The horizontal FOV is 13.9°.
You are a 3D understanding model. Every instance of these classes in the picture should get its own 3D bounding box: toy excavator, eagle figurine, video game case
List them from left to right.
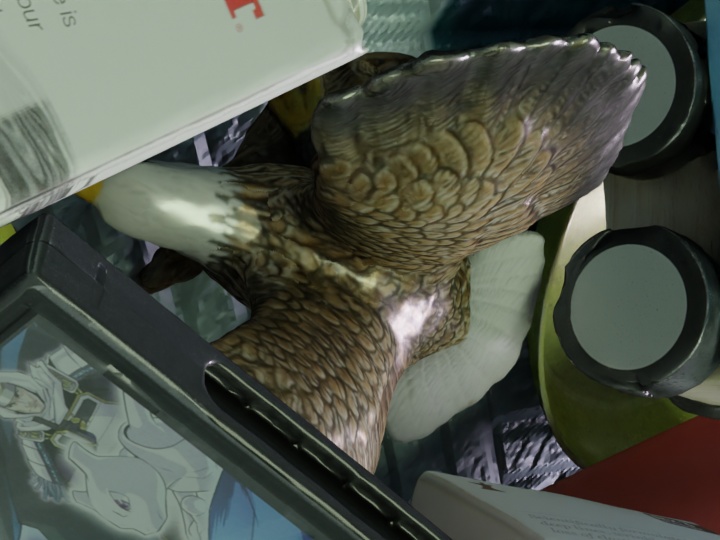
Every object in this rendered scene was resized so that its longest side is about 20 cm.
[{"bbox_3d":[-0.071,0.098,0.661,0.200,0.026,0.181,-36,117,28],"label":"video game case"},{"bbox_3d":[-0.007,0.000,0.745,0.150,0.200,0.152,-15,109,-12],"label":"eagle figurine"},{"bbox_3d":[0.161,-0.057,0.843,0.100,0.199,0.196,21,64,-62],"label":"toy excavator"}]

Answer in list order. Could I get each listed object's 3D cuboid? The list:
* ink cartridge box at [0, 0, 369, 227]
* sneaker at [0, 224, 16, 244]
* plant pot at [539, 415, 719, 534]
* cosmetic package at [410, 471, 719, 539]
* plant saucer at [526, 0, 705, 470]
[{"bbox_3d":[-0.116,-0.069,0.601,0.200,0.085,0.146,-27,96,-31],"label":"ink cartridge box"},{"bbox_3d":[-0.149,0.017,0.677,0.199,0.090,0.078,-8,122,-46],"label":"sneaker"},{"bbox_3d":[0.091,0.151,0.950,0.177,0.201,0.201,-14,129,-17],"label":"plant pot"},{"bbox_3d":[0.047,0.165,0.811,0.101,0.074,0.201,12,96,-30],"label":"cosmetic package"},{"bbox_3d":[0.122,-0.022,1.000,0.200,0.031,0.201,-28,135,-32],"label":"plant saucer"}]
